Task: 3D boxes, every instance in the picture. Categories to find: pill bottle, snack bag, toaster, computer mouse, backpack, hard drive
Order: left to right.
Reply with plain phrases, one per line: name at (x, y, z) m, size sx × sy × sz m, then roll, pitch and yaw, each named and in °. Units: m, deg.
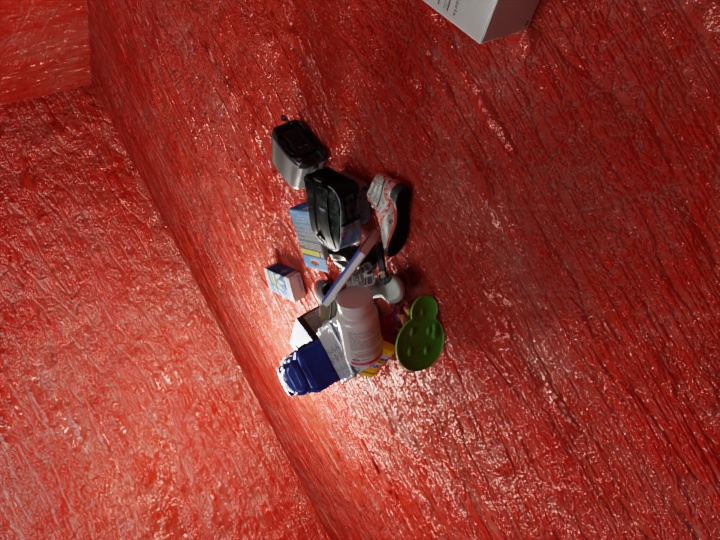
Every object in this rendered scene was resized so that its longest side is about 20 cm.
toaster at (-0.185, -0.330, 1.499) m, size 0.200 × 0.113 × 0.130 m, roll 50°, pitch 151°, yaw 18°
backpack at (-0.185, 0.323, 1.709) m, size 0.200 × 0.166 × 0.164 m, roll -30°, pitch 81°, yaw 61°
backpack at (-0.063, -0.162, 1.401) m, size 0.177 × 0.149 × 0.202 m, roll 33°, pitch 133°, yaw 45°
snack bag at (-0.052, 0.233, 1.567) m, size 0.190 × 0.021 × 0.200 m, roll 63°, pitch 146°, yaw 9°
hard drive at (-0.025, -0.007, 1.371) m, size 0.025 × 0.132 × 0.201 m, roll 36°, pitch 124°, yaw -2°
pill bottle at (-0.004, 0.148, 1.388) m, size 0.113 × 0.113 × 0.202 m, roll 32°, pitch 142°, yaw 42°
computer mouse at (0.022, 0.016, 1.398) m, size 0.200 × 0.043 × 0.111 m, roll -43°, pitch 54°, yaw 52°

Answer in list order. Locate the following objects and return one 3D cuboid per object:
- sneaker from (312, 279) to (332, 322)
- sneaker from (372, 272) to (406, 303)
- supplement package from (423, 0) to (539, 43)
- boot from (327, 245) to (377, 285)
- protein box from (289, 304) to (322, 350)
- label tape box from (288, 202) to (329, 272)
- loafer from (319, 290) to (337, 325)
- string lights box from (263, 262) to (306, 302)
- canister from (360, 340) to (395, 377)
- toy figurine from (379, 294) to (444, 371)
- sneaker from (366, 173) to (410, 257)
sneaker at (-0.096, 0.123, 1.767) m, size 0.082 × 0.077 × 0.202 m, roll -15°, pitch 101°, yaw 53°
sneaker at (0.087, 0.044, 1.391) m, size 0.200 × 0.078 × 0.080 m, roll -178°, pitch 86°, yaw -68°
supplement package at (0.175, -0.465, 0.807) m, size 0.200 × 0.120 × 0.120 m, roll 48°, pitch 147°, yaw 23°
boot at (0.000, 0.000, 1.534) m, size 0.199 × 0.077 × 0.139 m, roll 23°, pitch 144°, yaw 52°
protein box at (-0.135, 0.262, 1.875) m, size 0.201 × 0.134 × 0.199 m, roll 50°, pitch 148°, yaw 20°
label tape box at (-0.141, -0.107, 1.658) m, size 0.143 × 0.063 × 0.202 m, roll 15°, pitch 126°, yaw 52°
loafer at (-0.100, 0.152, 1.712) m, size 0.075 × 0.069 × 0.203 m, roll -97°, pitch 7°, yaw -67°
string lights box at (-0.292, 0.043, 2.024) m, size 0.199 × 0.059 × 0.104 m, roll 18°, pitch 127°, yaw 51°
canister at (0.021, 0.243, 1.611) m, size 0.147 × 0.087 × 0.200 m, roll 18°, pitch 145°, yaw -10°
toy figurine at (0.116, 0.144, 1.413) m, size 0.184 × 0.148 × 0.203 m, roll 24°, pitch 112°, yaw 61°
sneaker at (0.065, -0.141, 1.304) m, size 0.108 × 0.067 × 0.203 m, roll 39°, pitch 140°, yaw 37°
